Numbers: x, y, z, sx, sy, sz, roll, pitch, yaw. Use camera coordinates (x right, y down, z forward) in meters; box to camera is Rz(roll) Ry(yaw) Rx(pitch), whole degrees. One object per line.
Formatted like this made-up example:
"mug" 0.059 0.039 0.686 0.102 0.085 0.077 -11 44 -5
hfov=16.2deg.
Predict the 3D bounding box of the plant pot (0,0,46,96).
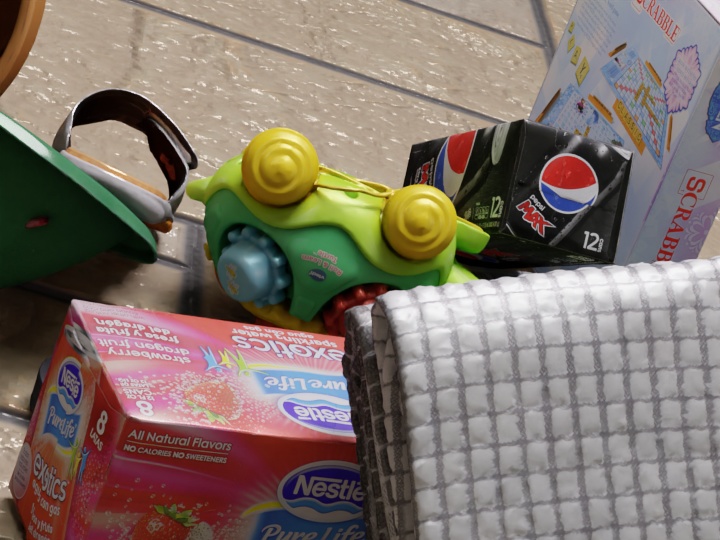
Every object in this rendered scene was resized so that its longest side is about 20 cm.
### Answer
"plant pot" -0.253 -0.161 1.354 0.199 0.201 0.140 23 6 5

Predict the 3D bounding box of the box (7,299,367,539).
"box" -0.038 0.089 1.078 0.199 0.100 0.096 9 25 -28

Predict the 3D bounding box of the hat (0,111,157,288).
"hat" -0.225 0.005 1.199 0.199 0.177 0.166 34 -11 0

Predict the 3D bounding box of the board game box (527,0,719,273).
"board game box" 0.153 -0.078 1.424 0.041 0.201 0.200 13 24 -20

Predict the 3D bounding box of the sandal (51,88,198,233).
"sandal" -0.119 -0.061 1.312 0.079 0.060 0.207 28 -2 -8

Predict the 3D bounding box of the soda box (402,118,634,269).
"soda box" 0.080 -0.039 1.402 0.070 0.064 0.200 15 -6 -16

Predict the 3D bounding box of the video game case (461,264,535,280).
"video game case" 0.154 0.057 1.415 0.199 0.024 0.182 7 27 -33

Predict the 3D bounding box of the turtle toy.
"turtle toy" 0.000 0.000 1.302 0.199 0.102 0.146 22 -1 -3

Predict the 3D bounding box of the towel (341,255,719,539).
"towel" 0.083 0.102 1.011 0.164 0.202 0.086 -5 -6 -20

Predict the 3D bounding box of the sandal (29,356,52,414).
"sandal" -0.056 0.064 1.189 0.199 0.043 0.076 6 27 -32
